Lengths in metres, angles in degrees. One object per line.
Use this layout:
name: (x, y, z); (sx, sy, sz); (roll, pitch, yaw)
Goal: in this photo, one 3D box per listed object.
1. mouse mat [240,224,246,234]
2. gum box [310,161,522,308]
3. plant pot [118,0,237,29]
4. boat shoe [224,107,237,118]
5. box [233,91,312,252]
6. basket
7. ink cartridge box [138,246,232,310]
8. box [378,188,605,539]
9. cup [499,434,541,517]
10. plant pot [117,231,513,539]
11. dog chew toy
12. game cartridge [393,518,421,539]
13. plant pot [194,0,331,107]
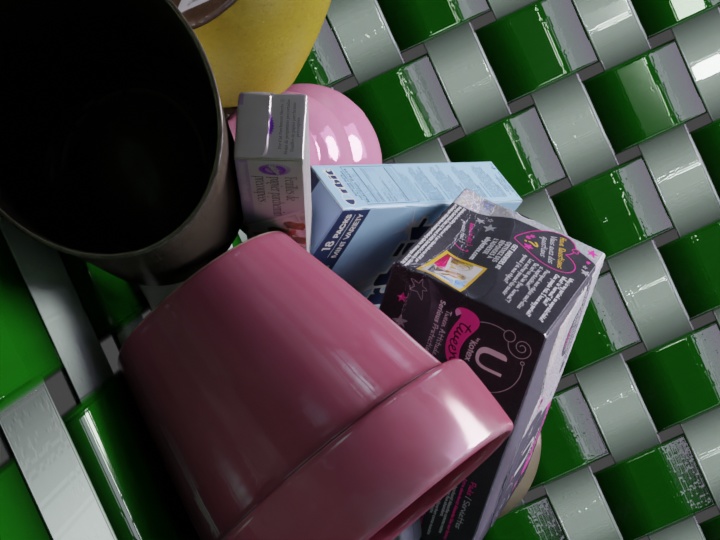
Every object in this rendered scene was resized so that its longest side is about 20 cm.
mouse mat: (-0.121, -0.067, 1.350); (0.200, 0.008, 0.161); (41, 4, -29)
gum box: (0.000, 0.000, 1.217); (0.199, 0.170, 0.045); (-4, 49, -49)
plant pot: (-0.142, -0.235, 0.973); (0.200, 0.187, 0.187); (45, 0, 12)
boat shoe: (-0.155, -0.149, 1.440); (0.199, 0.073, 0.072); (31, -13, 48)
box: (-0.049, -0.049, 1.010); (0.200, 0.038, 0.042); (93, -1, -74)
basket: (-0.133, -0.066, 0.966); (0.181, 0.135, 0.200); (55, -2, 14)
ink cartridge box: (-0.157, -0.086, 1.168); (0.117, 0.067, 0.201); (-109, 174, -62)
box: (0.072, 0.072, 1.163); (0.132, 0.114, 0.202); (-44, 156, -54)
cup: (0.124, 0.230, 2.335); (0.143, 0.200, 0.202); (21, 37, -43)
plant pot: (-0.040, 0.085, 1.007); (0.179, 0.200, 0.200); (51, 1, 11)
dog chew toy: (-0.055, -0.079, 1.294); (0.126, 0.124, 0.200); (66, 14, 2)
game cartridge: (-0.042, 0.106, 1.139); (0.202, 0.132, 0.041); (65, 30, -11)
plant pot: (-0.102, -0.202, 1.243); (0.201, 0.198, 0.143); (-106, -167, -61)
